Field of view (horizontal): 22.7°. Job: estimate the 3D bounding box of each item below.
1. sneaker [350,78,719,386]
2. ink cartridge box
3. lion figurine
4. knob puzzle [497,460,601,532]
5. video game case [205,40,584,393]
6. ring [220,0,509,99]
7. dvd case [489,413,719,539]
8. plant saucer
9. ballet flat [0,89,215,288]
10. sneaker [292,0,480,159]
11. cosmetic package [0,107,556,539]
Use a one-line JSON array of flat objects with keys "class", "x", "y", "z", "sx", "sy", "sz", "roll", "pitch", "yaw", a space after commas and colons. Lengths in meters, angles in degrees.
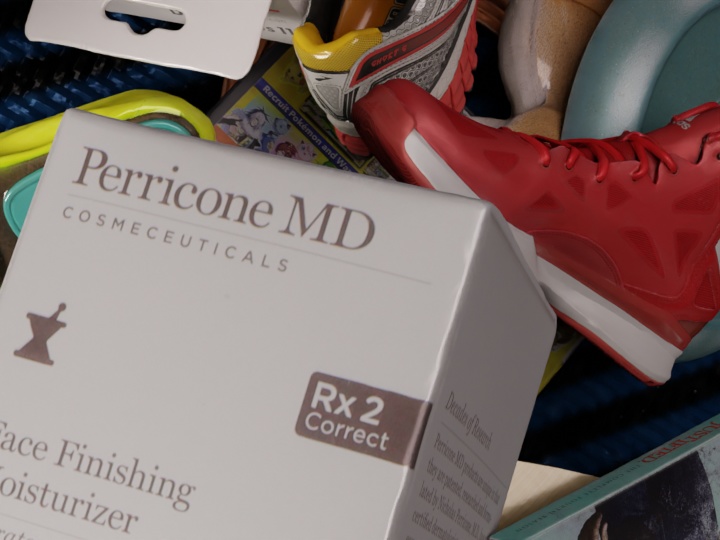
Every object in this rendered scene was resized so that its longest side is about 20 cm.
[{"class": "sneaker", "x": 0.093, "y": -0.046, "z": 0.738, "sx": 0.116, "sy": 0.078, "sz": 0.200, "roll": -50, "pitch": 127, "yaw": 5}, {"class": "ink cartridge box", "x": -0.058, "y": -0.171, "z": 0.792, "sx": 0.117, "sy": 0.067, "sz": 0.201, "roll": 13, "pitch": 77, "yaw": 20}, {"class": "lion figurine", "x": 0.087, "y": -0.097, "z": 0.827, "sx": 0.122, "sy": 0.072, "sz": 0.201, "roll": 24, "pitch": 74, "yaw": -28}, {"class": "knob puzzle", "x": 0.049, "y": 0.168, "z": 0.767, "sx": 0.219, "sy": 0.030, "sz": 0.220, "roll": 1, "pitch": 81, "yaw": -4}, {"class": "video game case", "x": 0.000, "y": 0.000, "z": 0.816, "sx": 0.200, "sy": 0.025, "sz": 0.181, "roll": 44, "pitch": 73, "yaw": -7}, {"class": "ring", "x": 0.028, "y": -0.062, "z": 0.855, "sx": 0.200, "sy": 0.019, "sz": 0.201, "roll": 2, "pitch": 83, "yaw": -17}, {"class": "dvd case", "x": 0.132, "y": 0.174, "z": 0.739, "sx": 0.146, "sy": 0.022, "sz": 0.201, "roll": -21, "pitch": 107, "yaw": -32}, {"class": "plant saucer", "x": 0.168, "y": -0.053, "z": 0.845, "sx": 0.200, "sy": 0.027, "sz": 0.201, "roll": -11, "pitch": 106, "yaw": -41}, {"class": "ballet flat", "x": -0.156, "y": -0.028, "z": 0.761, "sx": 0.200, "sy": 0.067, "sz": 0.067, "roll": -21, "pitch": 119, "yaw": 0}, {"class": "sneaker", "x": 0.028, "y": -0.150, "z": 0.753, "sx": 0.082, "sy": 0.078, "sz": 0.200, "roll": 45, "pitch": 56, "yaw": -55}, {"class": "cosmetic package", "x": -0.040, "y": 0.072, "z": 0.657, "sx": 0.164, "sy": 0.165, "sz": 0.201, "roll": 13, "pitch": 79, "yaw": 17}]
